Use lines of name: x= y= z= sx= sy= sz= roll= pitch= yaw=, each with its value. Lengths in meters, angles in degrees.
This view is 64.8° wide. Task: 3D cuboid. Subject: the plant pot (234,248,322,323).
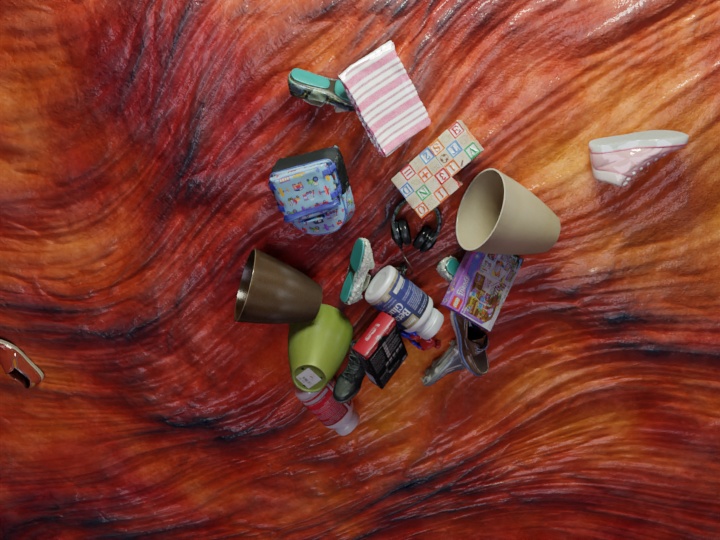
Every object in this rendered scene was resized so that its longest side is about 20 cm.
plant pot: x=-0.205 y=0.060 z=1.465 sx=0.197 sy=0.188 sz=0.189 roll=15 pitch=122 yaw=-19

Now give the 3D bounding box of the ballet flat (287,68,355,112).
ballet flat: x=-0.065 y=-0.386 z=1.249 sx=0.197 sy=0.075 sz=0.075 roll=18 pitch=121 yaw=-5

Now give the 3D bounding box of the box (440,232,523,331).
box: x=0.300 y=0.027 z=1.390 sx=0.136 sy=0.039 sz=0.202 roll=30 pitch=83 yaw=-15

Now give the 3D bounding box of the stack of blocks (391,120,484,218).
stack of blocks: x=0.183 y=-0.228 z=1.287 sx=0.199 sy=0.059 sz=0.116 roll=-40 pitch=89 yaw=23

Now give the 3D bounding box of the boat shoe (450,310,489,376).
boat shoe: x=0.296 y=0.188 z=1.491 sx=0.072 sy=0.072 sz=0.203 roll=-28 pitch=99 yaw=-26

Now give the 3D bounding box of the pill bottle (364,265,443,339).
pill bottle: x=0.117 y=0.089 z=1.468 sx=0.199 sy=0.112 sz=0.111 roll=38 pitch=117 yaw=-15

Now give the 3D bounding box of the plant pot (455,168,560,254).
plant pot: x=0.353 y=-0.111 z=1.304 sx=0.197 sy=0.188 sz=0.189 roll=16 pitch=122 yaw=-20

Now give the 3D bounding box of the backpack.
backpack: x=-0.107 y=-0.168 z=1.334 sx=0.179 sy=0.135 sz=0.202 roll=-10 pitch=121 yaw=12

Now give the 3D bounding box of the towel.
towel: x=0.057 y=-0.367 z=1.220 sx=0.146 sy=0.030 sz=0.201 roll=-38 pitch=114 yaw=-12

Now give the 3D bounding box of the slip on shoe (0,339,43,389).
slip on shoe: x=-1.067 y=0.285 z=1.737 sx=0.073 sy=0.061 sz=0.201 roll=-30 pitch=111 yaw=23

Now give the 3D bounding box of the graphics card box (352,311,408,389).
graphics card box: x=0.056 y=0.211 z=1.476 sx=0.050 sy=0.126 sz=0.201 roll=27 pitch=158 yaw=32

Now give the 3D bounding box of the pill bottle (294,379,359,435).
pill bottle: x=-0.092 y=0.386 z=1.661 sx=0.111 sy=0.113 sz=0.201 roll=-30 pitch=113 yaw=21

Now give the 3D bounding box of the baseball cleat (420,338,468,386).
baseball cleat: x=0.259 y=0.269 z=1.582 sx=0.106 sy=0.070 sz=0.201 roll=31 pitch=119 yaw=-11

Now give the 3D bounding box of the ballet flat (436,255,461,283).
ballet flat: x=0.273 y=0.036 z=1.449 sx=0.199 sy=0.072 sz=0.072 roll=41 pitch=116 yaw=-14

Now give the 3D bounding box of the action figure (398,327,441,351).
action figure: x=0.138 y=0.170 z=1.550 sx=0.198 sy=0.052 sz=0.066 roll=28 pitch=125 yaw=-16

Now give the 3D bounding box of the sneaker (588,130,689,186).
sneaker: x=0.606 y=-0.244 z=1.245 sx=0.197 sy=0.076 sz=0.106 roll=-5 pitch=115 yaw=17

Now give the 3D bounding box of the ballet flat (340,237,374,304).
ballet flat: x=0.000 y=0.000 z=1.467 sx=0.071 sy=0.072 sz=0.202 roll=17 pitch=122 yaw=-4

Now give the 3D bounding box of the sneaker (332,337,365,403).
sneaker: x=-0.017 y=0.257 z=1.528 sx=0.076 sy=0.200 sz=0.115 roll=28 pitch=158 yaw=30

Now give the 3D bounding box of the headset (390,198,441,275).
headset: x=0.130 y=-0.087 z=1.404 sx=0.121 sy=0.094 sz=0.203 roll=13 pitch=105 yaw=3

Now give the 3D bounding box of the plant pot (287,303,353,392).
plant pot: x=-0.120 y=0.224 z=1.520 sx=0.184 sy=0.201 sz=0.190 roll=3 pitch=121 yaw=4
